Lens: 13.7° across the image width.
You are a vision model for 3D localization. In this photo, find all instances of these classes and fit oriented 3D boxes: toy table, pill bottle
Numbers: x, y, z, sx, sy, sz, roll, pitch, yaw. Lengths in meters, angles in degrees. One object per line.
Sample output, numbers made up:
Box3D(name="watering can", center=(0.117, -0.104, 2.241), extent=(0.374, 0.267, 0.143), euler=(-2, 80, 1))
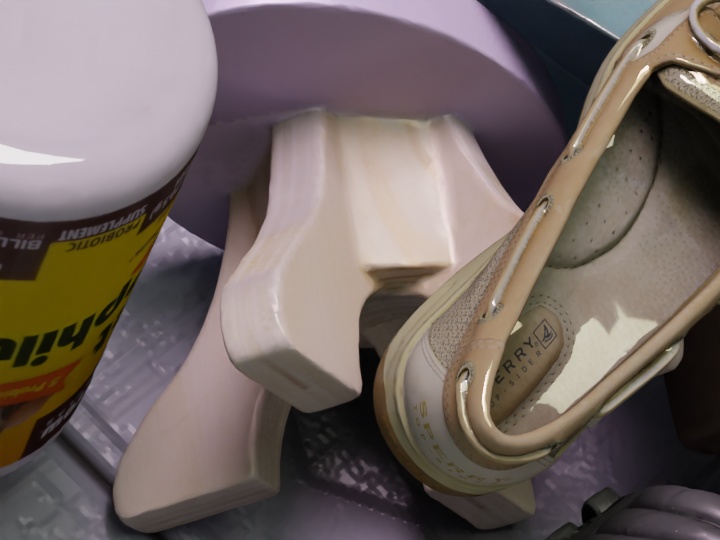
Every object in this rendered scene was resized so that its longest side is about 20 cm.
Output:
Box3D(name="toy table", center=(0.000, 0.000, 0.910), extent=(0.200, 0.183, 0.118), euler=(24, 50, -49))
Box3D(name="pill bottle", center=(-0.116, -0.011, 0.843), extent=(0.109, 0.200, 0.110), euler=(10, 54, -15))

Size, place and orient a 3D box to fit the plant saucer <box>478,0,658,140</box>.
Box3D(name="plant saucer", center=(0.081, -0.063, 0.964), extent=(0.199, 0.200, 0.036), euler=(33, 80, 2))

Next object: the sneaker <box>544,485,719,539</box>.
Box3D(name="sneaker", center=(0.040, 0.111, 0.860), extent=(0.099, 0.199, 0.071), euler=(-51, 127, -45))

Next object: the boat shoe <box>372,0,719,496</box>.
Box3D(name="boat shoe", center=(0.084, -0.020, 0.821), extent=(0.201, 0.063, 0.073), euler=(-45, 99, -20))

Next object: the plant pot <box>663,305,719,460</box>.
Box3D(name="plant pot", center=(0.200, 0.083, 0.932), extent=(0.199, 0.200, 0.176), euler=(-4, 81, -24))
